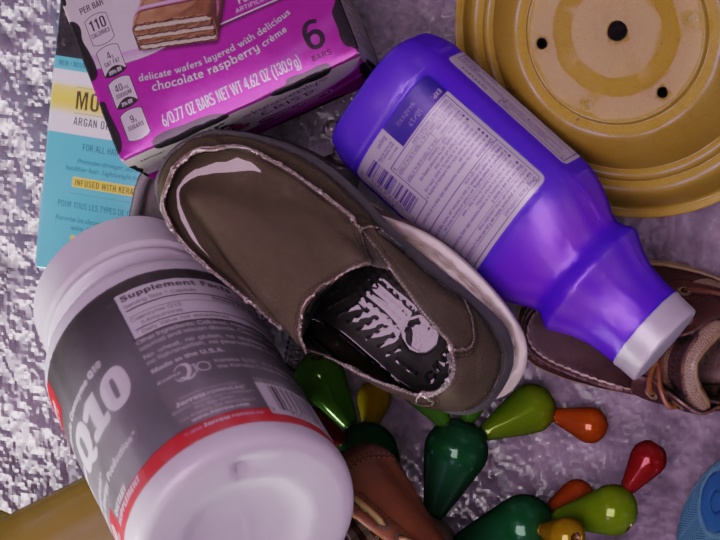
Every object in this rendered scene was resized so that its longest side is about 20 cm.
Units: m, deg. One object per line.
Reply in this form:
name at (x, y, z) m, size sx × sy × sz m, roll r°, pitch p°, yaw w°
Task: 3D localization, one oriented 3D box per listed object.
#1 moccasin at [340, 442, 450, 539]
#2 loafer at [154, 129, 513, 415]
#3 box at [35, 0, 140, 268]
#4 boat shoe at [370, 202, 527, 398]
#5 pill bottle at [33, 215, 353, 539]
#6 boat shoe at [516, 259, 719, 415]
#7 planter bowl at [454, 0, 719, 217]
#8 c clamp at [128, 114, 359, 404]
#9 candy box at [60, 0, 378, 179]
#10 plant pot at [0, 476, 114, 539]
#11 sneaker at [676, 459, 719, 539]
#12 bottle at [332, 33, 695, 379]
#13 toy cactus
moccasin at (0.036, 0.181, 1.270) m, size 0.073 × 0.078 × 0.202 m, roll -29°, pitch 93°, yaw 33°
loafer at (-0.016, -0.002, 1.216) m, size 0.199 × 0.070 × 0.075 m, roll 32°, pitch 100°, yaw 11°
box at (-0.122, -0.096, 1.382) m, size 0.082 × 0.049 × 0.201 m, roll 9°, pitch 100°, yaw 14°
boat shoe at (0.000, 0.000, 1.280) m, size 0.199 × 0.059 × 0.072 m, roll 28°, pitch 100°, yaw 12°
pill bottle at (-0.090, 0.067, 1.252) m, size 0.114 × 0.114 × 0.200 m, roll -52°, pitch 39°, yaw 15°
boat shoe at (0.173, 0.039, 1.307) m, size 0.199 × 0.072 × 0.073 m, roll 10°, pitch 100°, yaw 14°
planter bowl at (0.136, -0.123, 1.290) m, size 0.199 × 0.083 × 0.202 m, roll 2°, pitch 98°, yaw 14°
c clamp at (-0.047, 0.003, 1.360) m, size 0.170 × 0.027 × 0.201 m, roll 13°, pitch 111°, yaw -17°
candy box at (-0.089, -0.167, 1.301) m, size 0.136 × 0.061 × 0.201 m, roll -24°, pitch 78°, yaw 8°
plant pot at (-0.116, 0.185, 1.354) m, size 0.189 × 0.201 × 0.201 m, roll -38°, pitch 87°, yaw 1°
sneaker at (0.260, 0.120, 1.295) m, size 0.200 × 0.130 × 0.080 m, roll -42°, pitch 47°, yaw 48°
bottle at (0.079, -0.029, 1.277) m, size 0.200 × 0.065 × 0.084 m, roll 42°, pitch 119°, yaw 12°
toy cactus at (0.046, 0.118, 1.334) m, size 0.199 × 0.102 × 0.166 m, roll 21°, pitch 95°, yaw 4°
